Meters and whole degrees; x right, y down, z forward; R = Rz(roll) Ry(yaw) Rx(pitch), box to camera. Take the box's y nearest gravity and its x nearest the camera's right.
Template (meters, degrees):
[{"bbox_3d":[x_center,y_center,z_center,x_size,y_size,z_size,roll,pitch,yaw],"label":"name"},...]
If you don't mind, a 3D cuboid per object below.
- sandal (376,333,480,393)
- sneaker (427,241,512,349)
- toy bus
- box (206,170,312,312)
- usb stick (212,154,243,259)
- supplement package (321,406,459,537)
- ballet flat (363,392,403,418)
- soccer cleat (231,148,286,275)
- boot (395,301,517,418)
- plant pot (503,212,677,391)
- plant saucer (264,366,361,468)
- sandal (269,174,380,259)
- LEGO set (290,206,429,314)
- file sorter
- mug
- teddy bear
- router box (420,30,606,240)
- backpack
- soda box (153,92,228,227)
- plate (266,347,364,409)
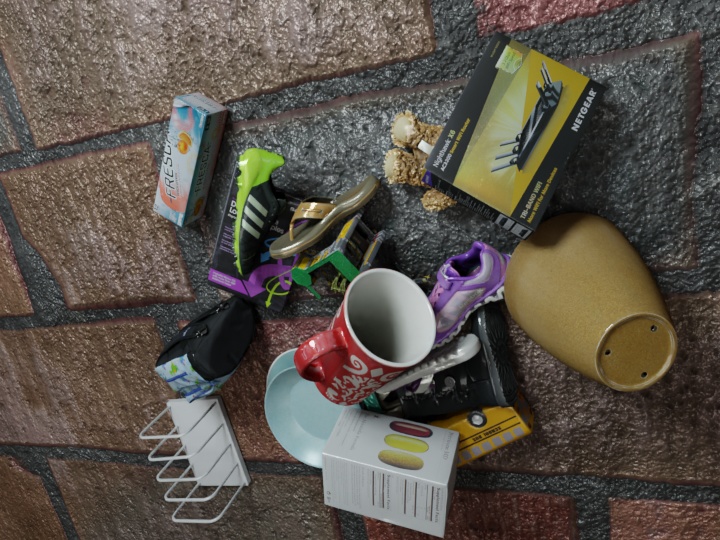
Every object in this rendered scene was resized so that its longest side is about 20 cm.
[{"bbox_3d":[0.097,0.155,0.851,0.200,0.082,0.051,-31,92,39],"label":"sandal"},{"bbox_3d":[0.132,0.030,0.827,0.199,0.082,0.088,-41,128,17],"label":"sneaker"},{"bbox_3d":[0.176,0.257,0.930,0.198,0.065,0.079,-36,97,28],"label":"toy bus"},{"bbox_3d":[-0.164,-0.042,0.946,0.139,0.036,0.205,20,115,-4],"label":"box"},{"bbox_3d":[-0.206,-0.093,0.965,0.054,0.033,0.205,23,117,2],"label":"usb stick"},{"bbox_3d":[0.049,0.309,0.897,0.193,0.114,0.113,8,120,16],"label":"supplement package"},{"bbox_3d":[0.037,0.219,0.970,0.069,0.067,0.205,-23,101,20],"label":"ballet flat"},{"bbox_3d":[-0.155,-0.082,0.873,0.078,0.068,0.206,3,118,-14],"label":"soccer cleat"},{"bbox_3d":[0.135,0.139,0.904,0.196,0.065,0.171,-16,80,41],"label":"boot"},{"bbox_3d":[0.291,0.050,0.698,0.179,0.201,0.193,-1,111,-2],"label":"plant pot"},{"bbox_3d":[-0.077,0.253,1.015,0.194,0.039,0.208,7,112,18],"label":"plant saucer"},{"bbox_3d":[-0.059,-0.090,0.858,0.197,0.081,0.055,-35,110,5],"label":"sandal"},{"bbox_3d":[0.000,0.000,0.892,0.199,0.117,0.153,39,139,-12],"label":"LEGO set"},{"bbox_3d":[-0.332,0.376,1.144,0.134,0.125,0.206,-9,106,23],"label":"file sorter"},{"bbox_3d":[-0.013,0.101,0.805,0.172,0.137,0.201,13,147,-16],"label":"mug"},{"bbox_3d":[0.122,-0.151,0.799,0.193,0.066,0.151,2,93,22],"label":"teddy bear"},{"bbox_3d":[0.187,-0.167,0.711,0.154,0.052,0.204,28,83,8],"label":"router box"},{"bbox_3d":[-0.282,0.151,1.024,0.195,0.165,0.156,-14,120,32],"label":"backpack"},{"bbox_3d":[-0.279,-0.179,0.938,0.062,0.068,0.204,27,118,9],"label":"soda box"},{"bbox_3d":[-0.081,0.229,1.044,0.193,0.026,0.207,8,113,18],"label":"plate"}]
